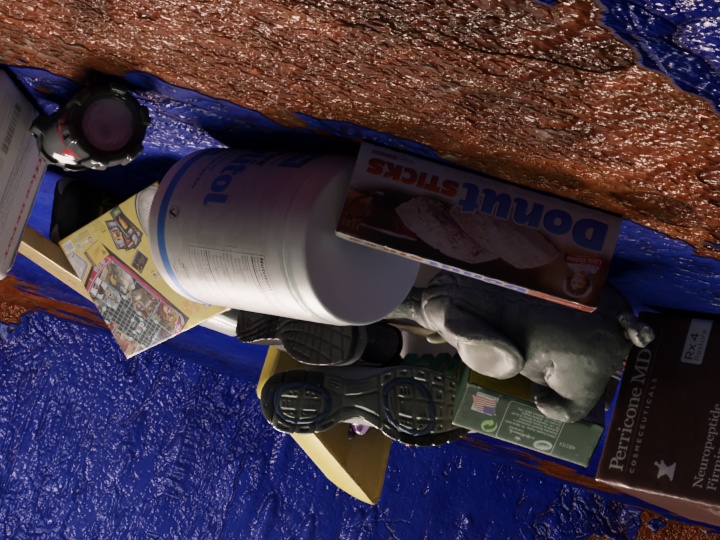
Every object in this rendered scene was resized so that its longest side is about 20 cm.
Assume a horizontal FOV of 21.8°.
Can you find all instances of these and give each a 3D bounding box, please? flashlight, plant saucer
[{"bbox_3d":[-0.217,-0.109,1.506,0.068,0.068,0.200,-19,-177,-15],"label":"flashlight"},{"bbox_3d":[-0.039,0.122,1.978,0.048,0.200,0.200,-23,121,27],"label":"plant saucer"}]

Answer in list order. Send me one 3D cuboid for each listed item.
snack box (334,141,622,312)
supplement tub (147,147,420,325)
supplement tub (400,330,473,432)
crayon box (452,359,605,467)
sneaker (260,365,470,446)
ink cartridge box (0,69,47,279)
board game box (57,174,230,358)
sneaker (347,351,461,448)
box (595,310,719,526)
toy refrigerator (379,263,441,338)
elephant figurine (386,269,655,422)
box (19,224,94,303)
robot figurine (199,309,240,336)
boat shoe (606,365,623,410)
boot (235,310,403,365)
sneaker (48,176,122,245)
[{"bbox_3d":[0.086,-0.032,1.374,0.200,0.072,0.024,17,171,1],"label":"snack box"},{"bbox_3d":[-0.062,-0.029,1.477,0.200,0.132,0.132,6,166,47],"label":"supplement tub"},{"bbox_3d":[0.079,0.092,1.913,0.145,0.146,0.200,19,171,-16],"label":"supplement tub"},{"bbox_3d":[0.156,0.086,1.688,0.127,0.051,0.200,18,-150,-1],"label":"crayon box"},{"bbox_3d":[0.012,0.112,1.710,0.200,0.075,0.087,7,-170,4],"label":"sneaker"},{"bbox_3d":[-0.335,-0.086,1.584,0.085,0.146,0.200,17,170,7],"label":"ink cartridge box"},{"bbox_3d":[-0.194,-0.004,1.757,0.200,0.035,0.136,-24,97,51],"label":"board game box"},{"bbox_3d":[0.079,0.126,1.769,0.200,0.088,0.074,4,-161,21],"label":"sneaker"},{"bbox_3d":[0.350,0.144,1.658,0.200,0.166,0.164,7,168,44],"label":"box"},{"bbox_3d":[0.000,0.000,1.722,0.200,0.076,0.070,18,171,-11],"label":"toy refrigerator"},{"bbox_3d":[0.116,0.037,1.551,0.200,0.155,0.142,22,-151,-11],"label":"elephant figurine"},{"bbox_3d":[-0.313,-0.012,1.900,0.200,0.021,0.163,37,171,-22],"label":"box"},{"bbox_3d":[-0.138,0.003,1.870,0.200,0.113,0.170,19,-150,-14],"label":"robot figurine"},{"bbox_3d":[0.187,0.109,2.061,0.200,0.068,0.072,14,171,18],"label":"boat shoe"},{"bbox_3d":[-0.013,0.054,1.677,0.132,0.070,0.200,14,-179,-30],"label":"boot"},{"bbox_3d":[-0.261,-0.052,1.952,0.085,0.075,0.200,5,175,13],"label":"sneaker"}]
